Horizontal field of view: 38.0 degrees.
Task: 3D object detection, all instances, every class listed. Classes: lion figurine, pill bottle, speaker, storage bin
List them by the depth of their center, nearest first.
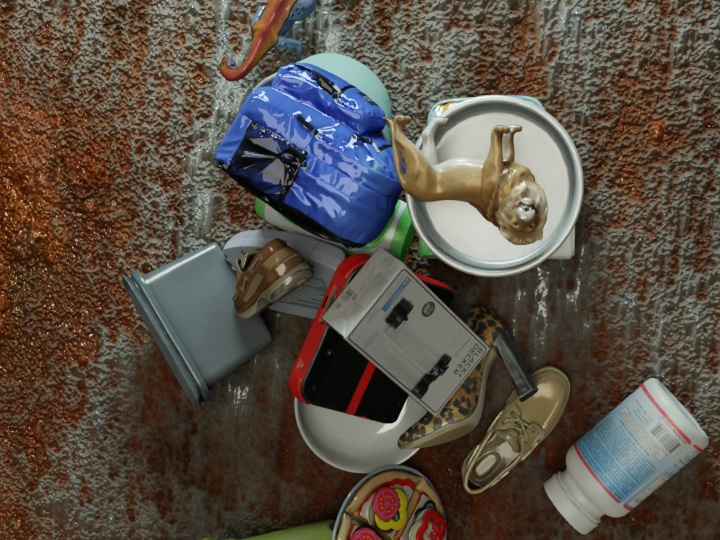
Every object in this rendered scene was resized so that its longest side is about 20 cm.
[{"bbox_3d":[0.110,-0.100,1.135,0.198,0.072,0.124,11,103,23],"label":"lion figurine"},{"bbox_3d":[-0.030,-0.073,1.329,0.198,0.088,0.089,20,98,10],"label":"speaker"},{"bbox_3d":[0.335,0.241,1.336,0.200,0.109,0.109,-43,86,12],"label":"pill bottle"},{"bbox_3d":[-0.216,0.068,1.428,0.133,0.146,0.201,-30,88,-15],"label":"storage bin"}]

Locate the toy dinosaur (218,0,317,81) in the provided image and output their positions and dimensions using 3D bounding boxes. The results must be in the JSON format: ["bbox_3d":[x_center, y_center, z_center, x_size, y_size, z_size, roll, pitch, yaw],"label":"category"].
[{"bbox_3d":[-0.121,-0.333,1.363,0.104,0.201,0.182,31,68,22],"label":"toy dinosaur"}]

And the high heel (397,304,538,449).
[{"bbox_3d":[0.116,0.140,1.375,0.198,0.072,0.144,-27,67,0],"label":"high heel"}]

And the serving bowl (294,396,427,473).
[{"bbox_3d":[0.006,0.165,1.403,0.197,0.066,0.203,-2,100,-10],"label":"serving bowl"}]

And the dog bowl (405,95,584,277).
[{"bbox_3d":[0.153,-0.095,1.195,0.197,0.079,0.203,1,94,10],"label":"dog bowl"}]

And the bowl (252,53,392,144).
[{"bbox_3d":[-0.038,-0.199,1.350,0.199,0.106,0.202,16,139,14],"label":"bowl"}]

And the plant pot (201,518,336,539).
[{"bbox_3d":[-0.098,0.427,1.411,0.182,0.200,0.202,-21,91,0],"label":"plant pot"}]

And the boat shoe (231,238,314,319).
[{"bbox_3d":[-0.119,0.006,1.305,0.075,0.200,0.072,-35,92,-30],"label":"boat shoe"}]

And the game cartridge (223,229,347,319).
[{"bbox_3d":[-0.083,0.007,1.363,0.198,0.134,0.041,10,54,36],"label":"game cartridge"}]

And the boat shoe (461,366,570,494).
[{"bbox_3d":[0.205,0.215,1.381,0.072,0.065,0.200,40,100,5],"label":"boat shoe"}]

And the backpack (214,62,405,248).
[{"bbox_3d":[-0.040,-0.129,1.201,0.199,0.162,0.169,35,108,6],"label":"backpack"}]

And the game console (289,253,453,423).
[{"bbox_3d":[0.014,0.089,1.317,0.031,0.176,0.202,35,103,52],"label":"game console"}]

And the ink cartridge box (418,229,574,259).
[{"bbox_3d":[0.177,-0.089,1.351,0.197,0.083,0.149,2,94,12],"label":"ink cartridge box"}]

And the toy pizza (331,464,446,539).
[{"bbox_3d":[0.046,0.359,1.375,0.032,0.199,0.203,-2,96,51],"label":"toy pizza"}]

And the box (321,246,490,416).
[{"bbox_3d":[0.060,0.078,1.284,0.117,0.060,0.200,-49,128,-5],"label":"box"}]

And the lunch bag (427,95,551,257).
[{"bbox_3d":[0.162,-0.108,1.272,0.158,0.077,0.203,-2,93,10],"label":"lunch bag"}]
